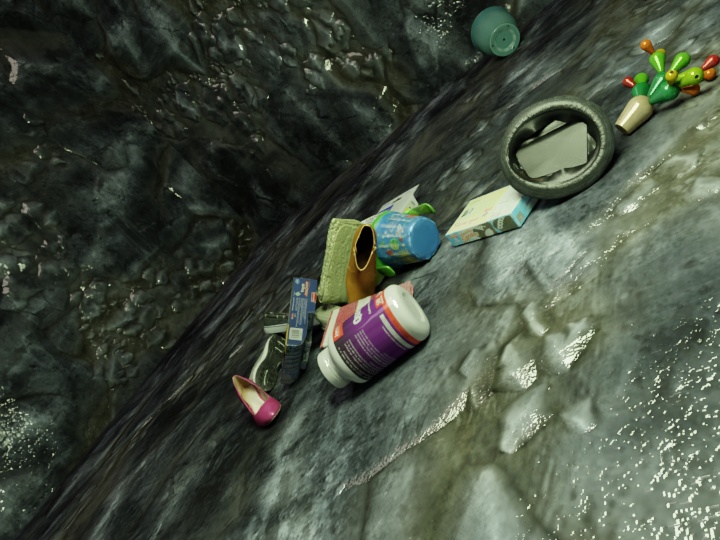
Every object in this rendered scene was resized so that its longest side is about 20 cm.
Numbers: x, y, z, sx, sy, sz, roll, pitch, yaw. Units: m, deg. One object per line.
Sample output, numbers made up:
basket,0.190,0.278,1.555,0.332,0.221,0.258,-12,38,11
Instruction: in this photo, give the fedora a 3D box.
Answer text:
fedora,0.361,-0.219,1.038,0.200,0.202,0.091,-37,-16,24

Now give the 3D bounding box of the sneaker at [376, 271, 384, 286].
sneaker,0.051,-0.053,1.429,0.201,0.075,0.105,-59,9,-2

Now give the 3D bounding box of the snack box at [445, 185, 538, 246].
snack box,0.271,-0.118,1.158,0.116,0.037,0.200,-51,17,-26

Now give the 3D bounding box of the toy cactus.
toy cactus,0.516,-0.321,0.999,0.165,0.102,0.200,-51,22,11

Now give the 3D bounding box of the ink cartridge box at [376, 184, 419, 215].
ink cartridge box,0.087,-0.154,1.722,0.200,0.047,0.197,-51,15,-31

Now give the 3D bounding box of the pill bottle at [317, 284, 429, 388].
pill bottle,0.019,0.124,1.017,0.200,0.113,0.113,-39,16,16

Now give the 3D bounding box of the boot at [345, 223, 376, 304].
boot,0.001,0.000,1.229,0.144,0.070,0.203,-68,-18,-86

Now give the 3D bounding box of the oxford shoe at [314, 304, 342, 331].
oxford shoe,-0.037,0.126,1.276,0.075,0.058,0.199,-32,25,-24

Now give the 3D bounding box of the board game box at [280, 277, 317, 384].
board game box,-0.148,0.159,1.339,0.201,0.061,0.201,103,171,-45

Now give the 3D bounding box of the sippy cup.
sippy cup,0.108,-0.072,1.305,0.130,0.139,0.180,3,88,56

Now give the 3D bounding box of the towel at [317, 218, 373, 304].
towel,-0.026,-0.018,1.324,0.036,0.147,0.202,15,96,53

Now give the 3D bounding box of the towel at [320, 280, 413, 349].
towel,0.017,0.095,1.177,0.199,0.023,0.144,-22,21,17

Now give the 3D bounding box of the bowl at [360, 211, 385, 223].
bowl,0.018,-0.071,1.544,0.199,0.095,0.201,-27,14,7

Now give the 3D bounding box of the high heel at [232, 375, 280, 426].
high heel,-0.241,0.288,1.281,0.067,0.096,0.200,-46,15,-10

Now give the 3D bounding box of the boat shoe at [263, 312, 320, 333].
boat shoe,-0.170,0.124,1.478,0.198,0.057,0.069,-11,1,20

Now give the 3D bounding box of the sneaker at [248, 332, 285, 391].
sneaker,-0.238,0.237,1.461,0.079,0.074,0.201,-38,15,38

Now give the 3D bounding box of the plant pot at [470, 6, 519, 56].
plant pot,0.605,-1.029,2.473,0.200,0.200,0.189,-38,31,18

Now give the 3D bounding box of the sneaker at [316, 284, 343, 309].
sneaker,-0.075,0.047,1.543,0.199,0.076,0.114,-23,23,45
